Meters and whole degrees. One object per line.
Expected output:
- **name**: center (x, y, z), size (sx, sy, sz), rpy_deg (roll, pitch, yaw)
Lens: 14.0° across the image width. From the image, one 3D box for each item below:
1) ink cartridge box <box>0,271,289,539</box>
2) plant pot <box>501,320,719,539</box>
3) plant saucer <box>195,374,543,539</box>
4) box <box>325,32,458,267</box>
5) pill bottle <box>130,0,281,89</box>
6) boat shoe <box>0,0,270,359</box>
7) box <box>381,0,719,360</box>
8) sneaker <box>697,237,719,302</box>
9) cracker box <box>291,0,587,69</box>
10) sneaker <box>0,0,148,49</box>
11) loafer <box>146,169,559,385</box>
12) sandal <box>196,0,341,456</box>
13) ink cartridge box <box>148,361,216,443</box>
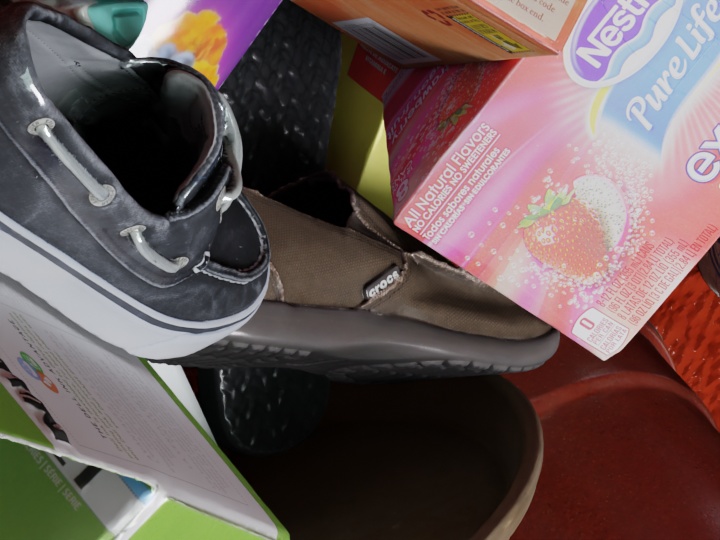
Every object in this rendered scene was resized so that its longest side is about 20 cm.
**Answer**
- **ink cartridge box**: center (-0.122, 0.034, 0.814), size (0.076, 0.148, 0.200), rpy_deg (-45, 156, 6)
- **plant pot**: center (0.105, 0.144, 1.167), size (0.200, 0.195, 0.202), rpy_deg (-20, 130, -25)
- **plant saucer**: center (-0.028, 0.092, 1.056), size (0.199, 0.200, 0.030), rpy_deg (-27, 116, -20)
- **box**: center (0.025, -0.076, 1.082), size (0.075, 0.050, 0.201), rpy_deg (1, 119, -41)
- **pill bottle**: center (-0.054, -0.139, 0.929), size (0.111, 0.111, 0.200), rpy_deg (29, 100, -46)
- **boat shoe**: center (-0.065, -0.029, 0.839), size (0.068, 0.072, 0.200), rpy_deg (-21, 154, 20)
- **box**: center (0.101, -0.085, 0.958), size (0.094, 0.103, 0.200), rpy_deg (32, 113, -18)
- **sneaker**: center (0.168, 0.026, 1.175), size (0.075, 0.200, 0.088), rpy_deg (32, 92, -14)
- **cracker box**: center (0.061, -0.166, 0.942), size (0.058, 0.134, 0.201), rpy_deg (29, 83, -18)
- **sneaker**: center (-0.145, -0.137, 0.847), size (0.091, 0.201, 0.078), rpy_deg (-25, -176, 19)
- **loafer**: center (0.000, 0.000, 1.017), size (0.199, 0.073, 0.071), rpy_deg (8, 78, -50)
- **sandal**: center (-0.046, -0.032, 1.049), size (0.075, 0.045, 0.201), rpy_deg (-13, 110, -39)
- **ink cartridge box**: center (-0.163, 0.055, 1.005), size (0.200, 0.083, 0.146), rpy_deg (-34, 135, -13)
